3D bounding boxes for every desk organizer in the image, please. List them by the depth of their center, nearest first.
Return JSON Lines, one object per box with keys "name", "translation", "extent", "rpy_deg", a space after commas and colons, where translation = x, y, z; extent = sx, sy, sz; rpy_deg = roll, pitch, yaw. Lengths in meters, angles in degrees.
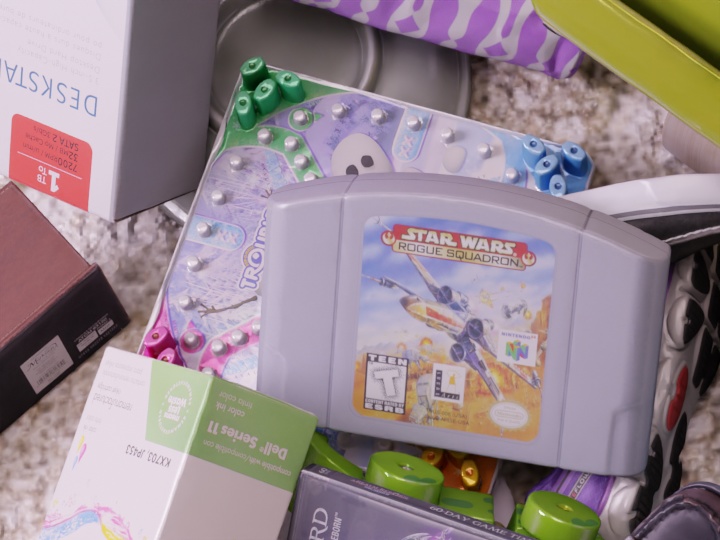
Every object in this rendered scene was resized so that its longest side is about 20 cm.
{"name": "desk organizer", "translation": [-0.228, 0.053, 1.499], "extent": [0.200, 0.072, 0.077], "rpy_deg": [-41, 64, -10]}

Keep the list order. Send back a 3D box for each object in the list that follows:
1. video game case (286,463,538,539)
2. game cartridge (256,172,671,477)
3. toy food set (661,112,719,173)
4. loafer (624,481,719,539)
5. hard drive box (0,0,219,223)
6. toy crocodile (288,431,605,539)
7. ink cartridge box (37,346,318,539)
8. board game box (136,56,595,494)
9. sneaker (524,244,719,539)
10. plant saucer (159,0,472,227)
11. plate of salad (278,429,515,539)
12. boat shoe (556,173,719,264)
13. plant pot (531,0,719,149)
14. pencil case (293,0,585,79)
{"name": "video game case", "translation": [0.050, 0.187, 1.320], "extent": [0.199, 0.019, 0.144], "rpy_deg": [18, 108, 20]}
{"name": "game cartridge", "translation": [0.048, 0.022, 1.371], "extent": [0.198, 0.134, 0.042], "rpy_deg": [8, 26, 12]}
{"name": "toy food set", "translation": [0.276, -0.106, 1.501], "extent": [0.143, 0.060, 0.200], "rpy_deg": [37, 85, 21]}
{"name": "loafer", "translation": [0.122, 0.191, 1.325], "extent": [0.072, 0.063, 0.201], "rpy_deg": [38, 119, 26]}
{"name": "hard drive box", "translation": [-0.155, -0.149, 1.493], "extent": [0.155, 0.201, 0.077], "rpy_deg": [21, 28, 30]}
{"name": "toy crocodile", "translation": [0.054, 0.131, 1.383], "extent": [0.199, 0.062, 0.068], "rpy_deg": [16, 107, -1]}
{"name": "ink cartridge box", "translation": [-0.106, 0.147, 1.357], "extent": [0.117, 0.067, 0.201], "rpy_deg": [9, 79, 58]}
{"name": "board game box", "translation": [0.000, 0.000, 1.460], "extent": [0.199, 0.026, 0.201], "rpy_deg": [16, 72, 11]}
{"name": "sneaker", "translation": [0.133, 0.046, 1.442], "extent": [0.083, 0.081, 0.201], "rpy_deg": [11, 67, 24]}
{"name": "plant saucer", "translation": [-0.039, -0.108, 1.550], "extent": [0.198, 0.050, 0.202], "rpy_deg": [-4, 65, 8]}
{"name": "plate of salad", "translation": [-0.017, 0.147, 1.436], "extent": [0.198, 0.048, 0.201], "rpy_deg": [-1, 59, 1]}
{"name": "boat shoe", "translation": [0.113, -0.008, 1.403], "extent": [0.198, 0.069, 0.057], "rpy_deg": [-9, 82, 13]}
{"name": "plant pot", "translation": [0.208, -0.158, 1.393], "extent": [0.200, 0.199, 0.182], "rpy_deg": [37, 104, 21]}
{"name": "pencil case", "translation": [0.037, -0.167, 1.509], "extent": [0.199, 0.086, 0.084], "rpy_deg": [16, 23, -14]}
